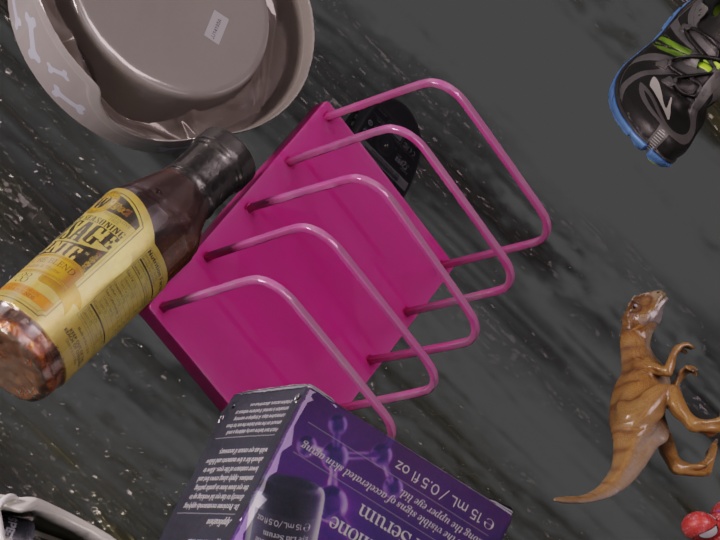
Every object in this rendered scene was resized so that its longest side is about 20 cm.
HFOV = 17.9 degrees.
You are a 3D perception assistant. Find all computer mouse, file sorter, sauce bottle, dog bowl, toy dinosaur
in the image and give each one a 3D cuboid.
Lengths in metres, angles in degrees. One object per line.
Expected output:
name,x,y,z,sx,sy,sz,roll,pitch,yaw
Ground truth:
computer mouse,-0.017,-0.034,1.452,0.059,0.034,0.200,47,54,-22
file sorter,0.000,0.000,1.353,0.139,0.125,0.200,52,53,-18
sauce bottle,-0.137,-0.010,1.306,0.066,0.066,0.200,48,56,-7
dog bowl,-0.127,-0.162,1.411,0.200,0.059,0.200,16,60,-30
toy dinosaur,0.189,0.105,1.525,0.106,0.060,0.200,18,49,0

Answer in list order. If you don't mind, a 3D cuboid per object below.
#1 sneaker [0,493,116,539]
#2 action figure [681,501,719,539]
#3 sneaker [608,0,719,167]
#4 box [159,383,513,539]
sneaker,-0.203,0.135,1.195,0.200,0.071,0.073,20,57,-28
action figure,0.310,0.185,1.539,0.200,0.099,0.065,17,57,-27
sneaker,0.243,-0.151,1.664,0.071,0.083,0.200,45,49,-9
box,-0.035,0.183,1.237,0.148,0.104,0.200,32,71,-20
